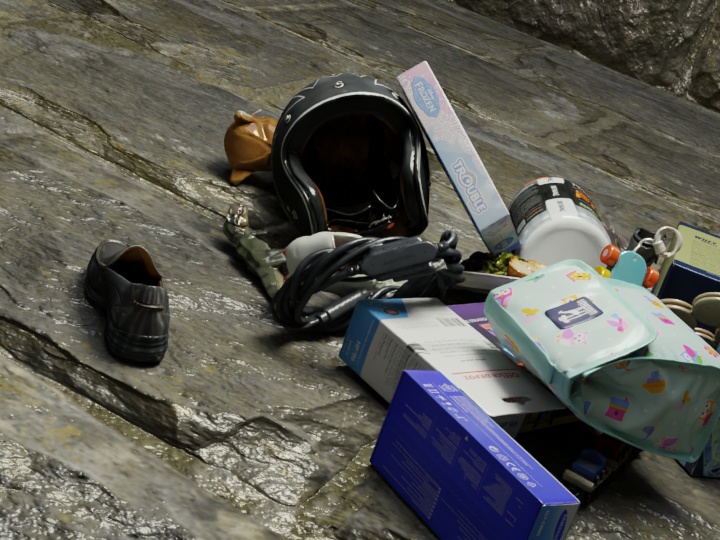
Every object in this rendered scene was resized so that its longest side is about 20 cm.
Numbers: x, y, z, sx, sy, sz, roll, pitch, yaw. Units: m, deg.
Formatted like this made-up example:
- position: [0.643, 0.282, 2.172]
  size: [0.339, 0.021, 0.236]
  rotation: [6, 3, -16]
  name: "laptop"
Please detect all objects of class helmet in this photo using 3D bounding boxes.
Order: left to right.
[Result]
- position: [-0.013, -0.123, 1.620]
  size: [0.199, 0.199, 0.193]
  rotation: [-1, 71, -43]
  name: "helmet"

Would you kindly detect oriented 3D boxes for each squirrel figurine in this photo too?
- position: [-0.074, -0.152, 1.793]
  size: [0.185, 0.143, 0.200]
  rotation: [4, 21, -20]
  name: "squirrel figurine"

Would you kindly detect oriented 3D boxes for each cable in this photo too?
- position: [0.006, 0.013, 1.419]
  size: [0.198, 0.051, 0.163]
  rotation: [-17, -18, -4]
  name: "cable"

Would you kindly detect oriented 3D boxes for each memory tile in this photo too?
- position: [0.364, 0.088, 1.490]
  size: [0.152, 0.017, 0.200]
  rotation: [-14, -44, 39]
  name: "memory tile"

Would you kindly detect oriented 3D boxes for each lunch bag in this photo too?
- position: [0.227, 0.079, 1.331]
  size: [0.199, 0.123, 0.171]
  rotation: [16, 21, -32]
  name: "lunch bag"

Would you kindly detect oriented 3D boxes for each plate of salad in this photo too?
- position: [0.167, 0.004, 1.644]
  size: [0.198, 0.049, 0.200]
  rotation: [7, -2, 0]
  name: "plate of salad"

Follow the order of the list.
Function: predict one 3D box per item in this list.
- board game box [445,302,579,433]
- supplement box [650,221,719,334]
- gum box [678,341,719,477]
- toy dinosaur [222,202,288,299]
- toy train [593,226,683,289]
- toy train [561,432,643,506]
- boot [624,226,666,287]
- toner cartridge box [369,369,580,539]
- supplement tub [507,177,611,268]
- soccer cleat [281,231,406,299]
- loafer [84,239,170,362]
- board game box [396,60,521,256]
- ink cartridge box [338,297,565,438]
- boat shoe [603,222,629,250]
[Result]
- position: [0.179, 0.094, 1.492]
  size: [0.199, 0.057, 0.165]
  rotation: [-4, 31, -47]
  name: "board game box"
- position: [0.447, 0.058, 1.706]
  size: [0.198, 0.135, 0.200]
  rotation: [22, 20, 7]
  name: "supplement box"
- position: [0.436, 0.134, 1.449]
  size: [0.198, 0.171, 0.045]
  rotation: [8, 23, -26]
  name: "gum box"
- position: [-0.087, -0.007, 1.539]
  size: [0.087, 0.048, 0.200]
  rotation: [3, 29, -28]
  name: "toy dinosaur"
- position: [0.323, 0.058, 1.599]
  size: [0.149, 0.202, 0.056]
  rotation: [-15, 4, -20]
  name: "toy train"
- position: [0.237, 0.175, 1.348]
  size: [0.034, 0.046, 0.200]
  rotation: [26, 21, 21]
  name: "toy train"
- position: [0.317, 0.020, 1.693]
  size: [0.069, 0.133, 0.200]
  rotation: [20, 20, 3]
  name: "boot"
- position: [0.088, 0.171, 1.156]
  size: [0.043, 0.096, 0.200]
  rotation: [3, 26, -36]
  name: "toner cartridge box"
- position: [0.250, -0.045, 1.814]
  size: [0.121, 0.124, 0.200]
  rotation: [16, 20, -7]
  name: "supplement tub"
- position: [0.000, 0.000, 1.498]
  size: [0.077, 0.070, 0.199]
  rotation: [-19, -19, 33]
  name: "soccer cleat"
- position: [-0.213, 0.010, 1.336]
  size: [0.072, 0.073, 0.200]
  rotation: [7, 22, -26]
  name: "loafer"
- position: [0.117, -0.123, 1.647]
  size: [0.201, 0.043, 0.199]
  rotation: [63, 4, 13]
  name: "board game box"
- position: [0.086, 0.105, 1.356]
  size: [0.115, 0.068, 0.200]
  rotation: [-1, 30, -42]
  name: "ink cartridge box"
- position: [0.332, -0.029, 1.920]
  size: [0.073, 0.075, 0.200]
  rotation: [15, 22, -10]
  name: "boat shoe"
